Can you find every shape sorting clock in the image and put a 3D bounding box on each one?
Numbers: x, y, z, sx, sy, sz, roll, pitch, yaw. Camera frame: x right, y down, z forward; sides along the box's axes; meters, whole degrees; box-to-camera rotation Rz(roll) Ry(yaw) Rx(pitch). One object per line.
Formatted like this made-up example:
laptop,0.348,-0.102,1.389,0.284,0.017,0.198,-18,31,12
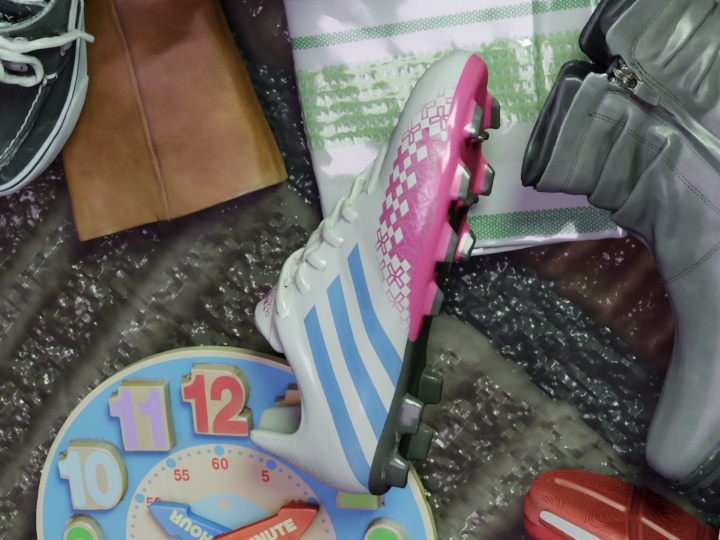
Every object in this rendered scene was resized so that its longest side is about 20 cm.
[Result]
shape sorting clock,-0.061,0.132,0.886,0.199,0.039,0.201,4,104,14

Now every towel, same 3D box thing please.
towel,0.038,-0.102,0.806,0.148,0.031,0.201,-8,101,16

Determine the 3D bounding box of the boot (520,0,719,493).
boot,0.121,-0.019,0.769,0.131,0.070,0.201,18,97,-11

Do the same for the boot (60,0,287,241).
boot,-0.143,-0.113,0.848,0.187,0.069,0.201,-11,108,10

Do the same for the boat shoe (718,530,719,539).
boat shoe,0.231,0.060,0.777,0.068,0.072,0.201,30,91,-32

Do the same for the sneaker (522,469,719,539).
sneaker,0.141,0.180,0.825,0.199,0.078,0.116,31,108,7

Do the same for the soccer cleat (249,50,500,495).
soccer cleat,0.000,0.000,0.791,0.086,0.070,0.201,16,108,12

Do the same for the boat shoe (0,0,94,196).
boat shoe,-0.143,-0.113,0.773,0.073,0.068,0.200,26,118,0
